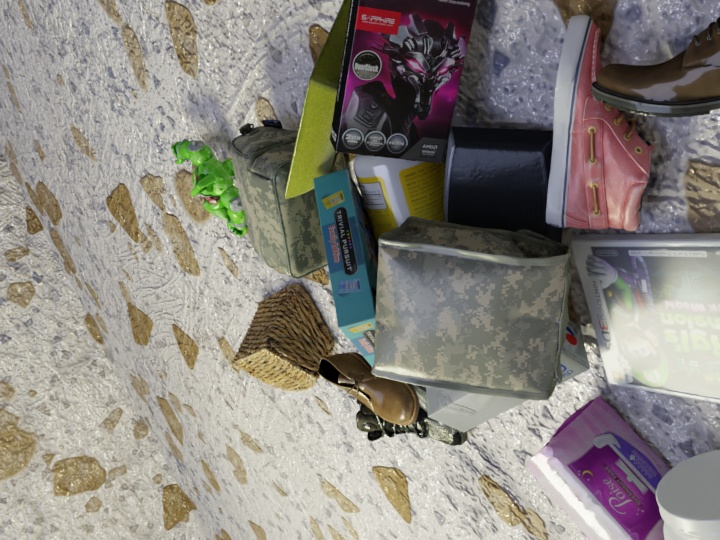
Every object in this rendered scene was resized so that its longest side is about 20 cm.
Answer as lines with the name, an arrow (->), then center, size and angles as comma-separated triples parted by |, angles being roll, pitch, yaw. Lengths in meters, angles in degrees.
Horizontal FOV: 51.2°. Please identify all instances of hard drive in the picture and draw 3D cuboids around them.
hard drive -> 0.155, -0.057, 0.838 | 0.135, 0.042, 0.200 | 7, 121, 21

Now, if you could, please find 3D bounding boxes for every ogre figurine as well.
ogre figurine -> -0.261, -0.155, 1.338 | 0.120, 0.098, 0.200 | -21, 86, 69

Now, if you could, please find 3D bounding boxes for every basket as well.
basket -> -0.129, 0.133, 1.415 | 0.143, 0.149, 0.200 | 31, 153, -17

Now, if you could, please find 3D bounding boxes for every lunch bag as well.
lunch bag -> 0.123, 0.040, 0.800 | 0.200, 0.118, 0.164 | 10, 111, 22
lunch bag -> -0.114, -0.111, 1.126 | 0.168, 0.139, 0.200 | 24, 133, 42

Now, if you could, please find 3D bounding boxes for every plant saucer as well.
plant saucer -> -0.032, -0.212, 0.928 | 0.048, 0.200, 0.200 | 18, 141, -2

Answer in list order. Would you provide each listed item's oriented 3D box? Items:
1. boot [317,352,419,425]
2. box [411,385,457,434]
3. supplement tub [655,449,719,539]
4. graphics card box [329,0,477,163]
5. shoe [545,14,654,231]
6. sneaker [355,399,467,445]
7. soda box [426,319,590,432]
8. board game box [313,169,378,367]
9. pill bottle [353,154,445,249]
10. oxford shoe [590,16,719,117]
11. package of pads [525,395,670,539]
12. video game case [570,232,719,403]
boot -> 0.007, 0.178, 1.131 | 0.200, 0.075, 0.074 | 24, 101, 49
box -> 0.079, 0.130, 1.107 | 0.200, 0.050, 0.158 | 39, 155, 30
supplement tub -> 0.392, 0.297, 0.751 | 0.140, 0.140, 0.200 | -12, 106, 57
graphics card box -> 0.043, -0.218, 0.791 | 0.051, 0.125, 0.200 | -111, 29, -60
shoe -> 0.231, -0.135, 0.707 | 0.091, 0.071, 0.200 | 8, 109, 21
sneaker -> 0.069, 0.239, 1.181 | 0.199, 0.114, 0.076 | 25, 136, 40
soda box -> 0.170, 0.122, 0.904 | 0.068, 0.064, 0.200 | 30, 131, -30
board game box -> 0.000, 0.000, 0.926 | 0.151, 0.047, 0.200 | 56, -160, -61
pill bottle -> 0.055, -0.104, 0.925 | 0.111, 0.111, 0.200 | 9, 122, 51
oxford shoe -> 0.283, -0.167, 0.597 | 0.200, 0.073, 0.085 | 5, 117, 35
package of pads -> 0.299, 0.259, 0.868 | 0.200, 0.120, 0.076 | 48, 146, 17
video game case -> 0.320, 0.049, 0.763 | 0.200, 0.023, 0.182 | 2, 117, 53
